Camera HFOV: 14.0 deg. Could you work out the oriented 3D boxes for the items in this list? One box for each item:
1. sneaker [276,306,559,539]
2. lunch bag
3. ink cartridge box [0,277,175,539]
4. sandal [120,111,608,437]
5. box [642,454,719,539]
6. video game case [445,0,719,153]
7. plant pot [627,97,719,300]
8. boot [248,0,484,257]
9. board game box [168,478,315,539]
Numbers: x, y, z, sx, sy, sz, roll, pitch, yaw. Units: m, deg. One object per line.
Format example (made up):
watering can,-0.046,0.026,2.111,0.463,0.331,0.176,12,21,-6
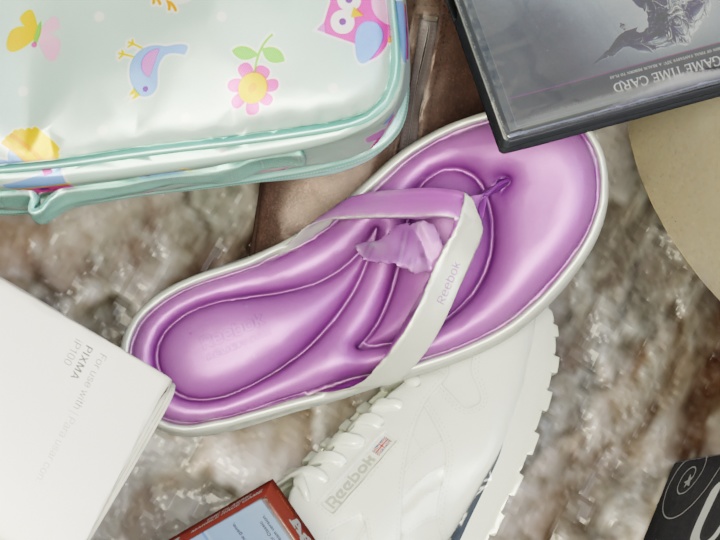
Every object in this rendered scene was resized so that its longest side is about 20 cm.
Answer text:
sneaker,0.011,0.083,1.118,0.080,0.076,0.200,27,71,-6
lunch bag,-0.083,-0.101,1.074,0.199,0.077,0.161,-7,84,2
ink cartridge box,-0.182,0.029,1.004,0.200,0.146,0.083,32,72,-15
sandal,0.004,0.007,1.093,0.202,0.050,0.083,-30,85,3
box,0.195,0.138,1.111,0.132,0.200,0.115,31,70,-15
video game case,0.087,-0.152,1.083,0.142,0.019,0.201,-15,71,-10
plant pot,0.237,-0.082,1.128,0.187,0.200,0.188,22,45,-24
boot,0.045,-0.081,1.167,0.199,0.072,0.167,-1,93,-20
board game box,-0.019,0.183,1.075,0.103,0.019,0.200,-31,101,16
